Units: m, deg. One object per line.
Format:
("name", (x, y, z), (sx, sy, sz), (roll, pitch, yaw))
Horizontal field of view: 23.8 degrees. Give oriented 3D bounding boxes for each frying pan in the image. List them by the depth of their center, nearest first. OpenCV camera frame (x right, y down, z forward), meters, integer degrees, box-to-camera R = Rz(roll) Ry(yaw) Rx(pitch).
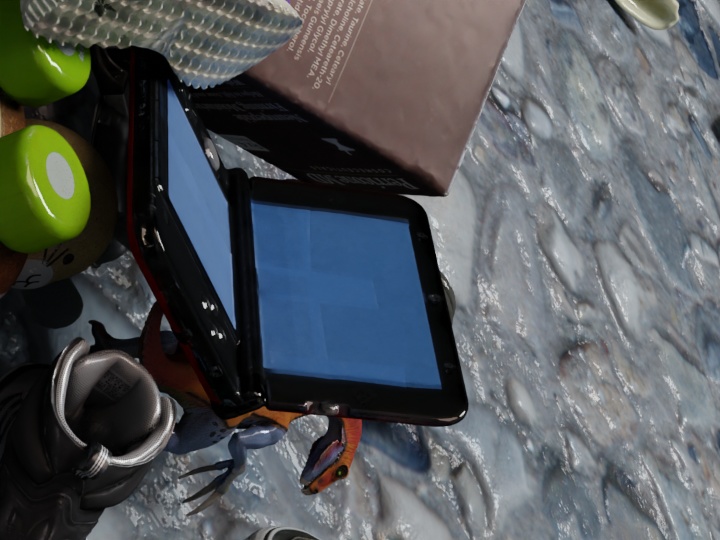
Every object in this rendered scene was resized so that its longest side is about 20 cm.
("frying pan", (-0.139, -0.093, 0.980), (0.115, 0.031, 0.191), (-81, 178, -68))

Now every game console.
("game console", (-0.035, -0.027, 0.875), (0.201, 0.118, 0.173), (-100, 169, -54))

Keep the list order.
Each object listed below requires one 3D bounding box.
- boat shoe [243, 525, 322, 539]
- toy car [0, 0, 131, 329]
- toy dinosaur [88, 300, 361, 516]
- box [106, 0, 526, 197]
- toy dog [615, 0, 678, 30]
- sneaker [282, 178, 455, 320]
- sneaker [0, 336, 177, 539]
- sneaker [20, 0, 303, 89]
("boat shoe", (0.010, 0.206, 1.047), (0.200, 0.071, 0.072), (37, 40, -35))
("toy car", (-0.175, -0.021, 0.872), (0.200, 0.163, 0.159), (43, 35, -51))
("toy dinosaur", (-0.065, 0.084, 0.958), (0.180, 0.200, 0.106), (5, 79, -25))
("box", (-0.034, -0.162, 1.040), (0.199, 0.165, 0.165), (29, 78, -33))
("toy dog", (0.313, -0.388, 1.889), (0.193, 0.140, 0.201), (21, 41, 1))
("sneaker", (0.000, 0.000, 1.189), (0.200, 0.070, 0.099), (54, 29, -24))
("sneaker", (-0.140, 0.077, 0.831), (0.075, 0.114, 0.200), (35, 17, -18))
("sneaker", (-0.102, -0.156, 0.837), (0.200, 0.069, 0.100), (10, 51, -62))
